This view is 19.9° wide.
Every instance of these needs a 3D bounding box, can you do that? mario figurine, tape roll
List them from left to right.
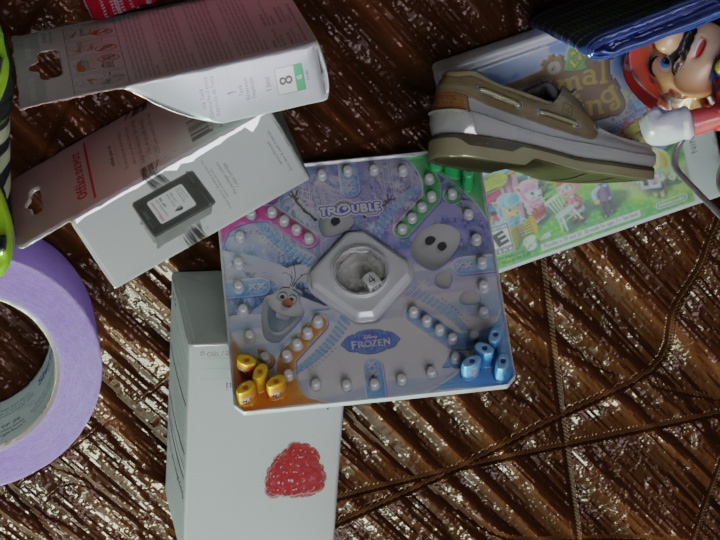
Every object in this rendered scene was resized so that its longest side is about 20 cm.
[{"bbox_3d":[-0.294,0.063,1.524,0.200,0.066,0.200,-5,118,-10],"label":"tape roll"},{"bbox_3d":[0.261,-0.151,1.449,0.123,0.200,0.106,-29,112,-36],"label":"mario figurine"}]

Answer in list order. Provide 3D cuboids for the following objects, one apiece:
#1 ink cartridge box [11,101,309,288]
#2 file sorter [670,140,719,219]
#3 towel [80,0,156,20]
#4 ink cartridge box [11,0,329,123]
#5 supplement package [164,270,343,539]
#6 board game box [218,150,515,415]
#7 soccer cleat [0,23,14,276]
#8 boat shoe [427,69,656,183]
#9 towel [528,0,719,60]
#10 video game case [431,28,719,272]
[{"bbox_3d":[-0.146,-0.065,1.463,0.200,0.116,0.067,-29,120,4],"label":"ink cartridge box"},{"bbox_3d":[0.360,-0.073,1.554,0.200,0.125,0.139,23,110,-31],"label":"file sorter"},{"bbox_3d":[-0.096,-0.218,1.391,0.200,0.145,0.023,-14,81,-6],"label":"towel"},{"bbox_3d":[-0.133,-0.139,1.402,0.200,0.161,0.050,-15,115,-5],"label":"ink cartridge box"},{"bbox_3d":[-0.082,0.113,1.565,0.121,0.120,0.200,-2,117,-12],"label":"supplement package"},{"bbox_3d":[0.000,0.000,1.479,0.200,0.200,0.026,-6,151,-2],"label":"board game box"},{"bbox_3d":[-0.274,-0.088,1.430,0.067,0.081,0.200,-3,82,-12],"label":"soccer cleat"},{"bbox_3d":[0.139,-0.103,1.503,0.200,0.075,0.068,7,82,-36],"label":"boat shoe"},{"bbox_3d":[0.203,-0.184,1.433,0.145,0.200,0.024,-20,104,-2],"label":"towel"},{"bbox_3d":[0.170,-0.107,1.566,0.200,0.022,0.182,-19,119,-3],"label":"video game case"}]
